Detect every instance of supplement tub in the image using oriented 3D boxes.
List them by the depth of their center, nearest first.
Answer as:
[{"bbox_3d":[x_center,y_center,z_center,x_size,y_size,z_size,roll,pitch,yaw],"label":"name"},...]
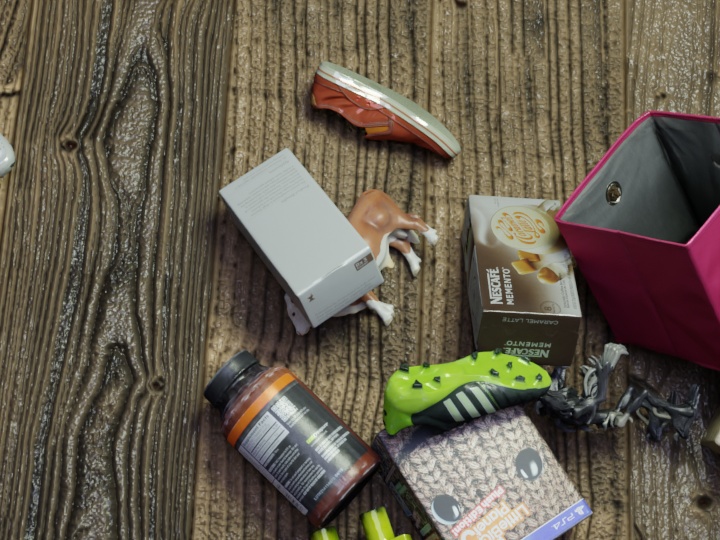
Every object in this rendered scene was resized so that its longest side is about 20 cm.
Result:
[{"bbox_3d":[-0.080,0.180,1.675,0.200,0.107,0.107,43,73,10],"label":"supplement tub"}]

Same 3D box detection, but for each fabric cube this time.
[{"bbox_3d":[0.374,-0.035,1.695,0.196,0.199,0.200,-48,126,-22],"label":"fabric cube"}]

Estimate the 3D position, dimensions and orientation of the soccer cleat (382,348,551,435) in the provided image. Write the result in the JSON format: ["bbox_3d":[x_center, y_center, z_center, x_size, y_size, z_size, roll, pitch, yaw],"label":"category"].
[{"bbox_3d":[0.112,0.134,1.632,0.199,0.081,0.068,-3,38,-26],"label":"soccer cleat"}]

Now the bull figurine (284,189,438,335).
[{"bbox_3d":[0.000,0.000,1.765,0.121,0.065,0.201,31,74,1],"label":"bull figurine"}]

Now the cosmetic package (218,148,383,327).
[{"bbox_3d":[-0.069,-0.039,1.721,0.101,0.074,0.200,-32,52,-6],"label":"cosmetic package"}]

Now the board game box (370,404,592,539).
[{"bbox_3d":[0.129,0.235,1.682,0.159,0.097,0.201,-31,77,-14],"label":"board game box"}]

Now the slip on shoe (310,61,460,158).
[{"bbox_3d":[0.029,-0.183,1.834,0.199,0.074,0.061,26,106,-3],"label":"slip on shoe"}]

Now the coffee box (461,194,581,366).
[{"bbox_3d":[0.179,0.009,1.726,0.113,0.080,0.201,3,42,-3],"label":"coffee box"}]

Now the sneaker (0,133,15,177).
[{"bbox_3d":[-0.486,-0.179,1.764,0.200,0.087,0.075,38,70,6],"label":"sneaker"}]

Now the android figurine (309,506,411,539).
[{"bbox_3d":[0.015,0.365,1.638,0.181,0.041,0.201,-20,74,9],"label":"android figurine"}]

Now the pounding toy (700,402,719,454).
[{"bbox_3d":[0.485,0.144,1.742,0.199,0.142,0.185,28,86,7],"label":"pounding toy"}]

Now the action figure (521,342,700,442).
[{"bbox_3d":[0.275,0.138,1.723,0.198,0.119,0.103,10,81,-12],"label":"action figure"}]
